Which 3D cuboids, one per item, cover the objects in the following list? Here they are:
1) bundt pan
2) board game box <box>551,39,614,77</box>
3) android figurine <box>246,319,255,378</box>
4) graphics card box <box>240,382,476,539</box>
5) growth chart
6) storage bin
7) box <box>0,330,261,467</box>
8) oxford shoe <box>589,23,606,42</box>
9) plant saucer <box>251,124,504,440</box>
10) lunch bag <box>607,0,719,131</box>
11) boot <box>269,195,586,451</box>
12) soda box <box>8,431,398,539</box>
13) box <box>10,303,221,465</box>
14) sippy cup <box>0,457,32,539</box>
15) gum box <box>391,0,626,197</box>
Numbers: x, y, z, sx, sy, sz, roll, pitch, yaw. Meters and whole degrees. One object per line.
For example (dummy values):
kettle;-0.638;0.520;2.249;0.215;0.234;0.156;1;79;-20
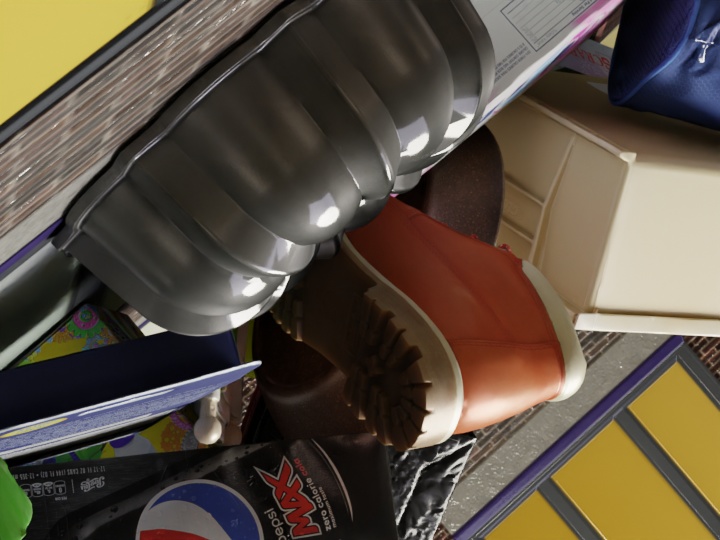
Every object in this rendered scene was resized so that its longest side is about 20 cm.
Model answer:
bundt pan;-0.023;-0.046;0.825;0.202;0.076;0.202;-41;178;-2
board game box;0.075;-0.072;1.281;0.199;0.041;0.200;13;135;-45
android figurine;0.001;0.011;1.288;0.182;0.041;0.200;-17;153;-6
graphics card box;-0.007;0.091;1.125;0.126;0.051;0.200;-67;-158;17
growth chart;-0.068;0.020;1.036;0.200;0.018;0.145;91;3;-82
storage bin;0.154;-0.044;1.124;0.200;0.199;0.094;3;110;-31
box;-0.130;0.059;0.907;0.121;0.032;0.200;-14;174;-25
oxford shoe;0.077;-0.120;1.290;0.200;0.070;0.075;-42;175;38
plant saucer;0.000;0.000;1.083;0.200;0.034;0.201;-43;-150;33
lunch bag;0.221;-0.167;1.061;0.136;0.132;0.201;144;-40;-75
boot;0.021;0.002;0.952;0.107;0.200;0.075;-10;134;-30
soda box;-0.086;0.119;0.971;0.199;0.064;0.071;-5;170;-18
box;-0.179;0.129;1.150;0.200;0.122;0.193;-41;178;-2
sippy cup;-0.195;0.123;0.651;0.177;0.140;0.130;4;167;-27
gum box;0.071;-0.125;1.003;0.200;0.066;0.114;-40;178;-21
